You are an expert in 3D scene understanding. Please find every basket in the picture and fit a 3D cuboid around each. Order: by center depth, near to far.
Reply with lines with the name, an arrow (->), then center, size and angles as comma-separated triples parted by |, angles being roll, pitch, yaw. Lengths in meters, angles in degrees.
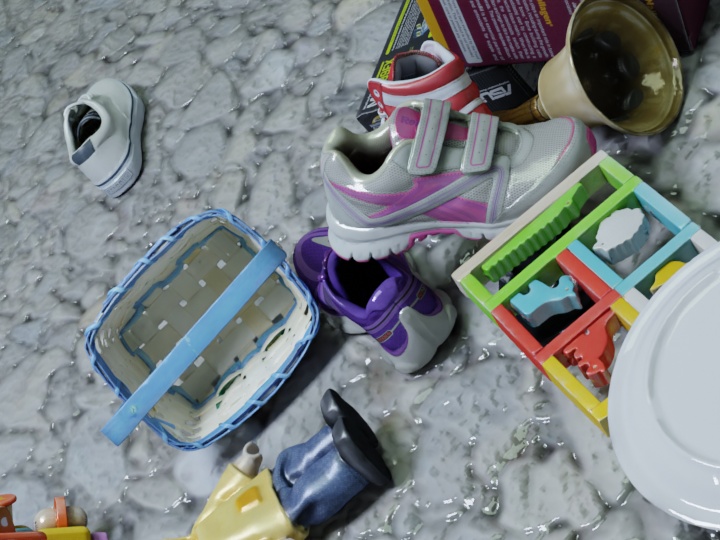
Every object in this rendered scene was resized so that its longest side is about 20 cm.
basket -> -0.112, 0.042, 1.319 | 0.176, 0.139, 0.200 | -46, 0, 6

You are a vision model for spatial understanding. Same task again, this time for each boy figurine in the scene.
boy figurine -> -0.075, 0.165, 1.224 | 0.199, 0.064, 0.125 | -36, 34, 11

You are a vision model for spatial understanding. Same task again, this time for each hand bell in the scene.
hand bell -> 0.127, -0.114, 1.306 | 0.200, 0.104, 0.105 | -27, 33, 52

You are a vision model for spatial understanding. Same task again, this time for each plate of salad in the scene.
plate of salad -> 0.229, 0.057, 0.988 | 0.199, 0.048, 0.201 | -22, 45, 24

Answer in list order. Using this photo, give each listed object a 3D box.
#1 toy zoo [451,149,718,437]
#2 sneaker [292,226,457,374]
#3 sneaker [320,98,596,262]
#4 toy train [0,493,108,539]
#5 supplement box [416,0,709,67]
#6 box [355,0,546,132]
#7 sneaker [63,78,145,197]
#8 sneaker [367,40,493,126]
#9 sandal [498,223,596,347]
toy zoo -> 0.158, 0.017, 1.105 | 0.131, 0.021, 0.200 | -39, 43, -3
sneaker -> 0.000, 0.000, 1.307 | 0.081, 0.083, 0.200 | -48, 29, -6
sneaker -> 0.058, -0.070, 1.211 | 0.198, 0.089, 0.082 | -14, 38, 16
toy train -> -0.276, 0.196, 1.358 | 0.199, 0.149, 0.056 | -11, 80, 50
supplement box -> 0.143, -0.219, 1.312 | 0.198, 0.111, 0.086 | 0, 49, 29
box -> 0.093, -0.202, 1.471 | 0.159, 0.044, 0.201 | -17, 41, 41
sneaker -> -0.262, -0.152, 1.828 | 0.073, 0.071, 0.200 | -40, 31, 10
sneaker -> 0.028, -0.101, 1.338 | 0.071, 0.113, 0.199 | -38, 14, -36
sandal -> 0.114, -0.012, 1.217 | 0.076, 0.043, 0.201 | -37, 31, 16
